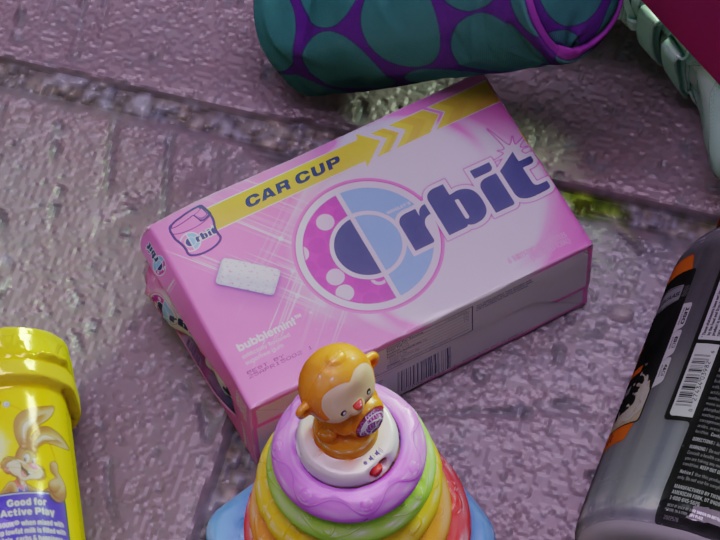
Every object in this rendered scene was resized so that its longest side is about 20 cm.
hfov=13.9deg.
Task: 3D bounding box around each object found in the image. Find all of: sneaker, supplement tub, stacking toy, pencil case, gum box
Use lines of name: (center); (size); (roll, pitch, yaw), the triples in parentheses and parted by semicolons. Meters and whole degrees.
sneaker: (0.142, -0.122, 1.518); (0.118, 0.074, 0.201); (-10, 62, 2)
supplement tub: (0.186, 0.064, 1.382); (0.122, 0.123, 0.200); (19, 63, 12)
stacking toy: (-0.005, 0.087, 1.332); (0.116, 0.200, 0.110); (-35, 65, -17)
pencil case: (0.035, -0.139, 1.465); (0.200, 0.085, 0.093); (-2, 82, 45)
gum box: (0.000, 0.000, 1.456); (0.200, 0.066, 0.114); (-25, 64, -12)

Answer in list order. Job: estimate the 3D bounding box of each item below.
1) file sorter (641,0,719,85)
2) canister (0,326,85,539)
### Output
file sorter: (0.224, -0.147, 1.401); (0.125, 0.139, 0.200); (-39, 77, -11)
canister: (-0.197, 0.139, 1.377); (0.148, 0.087, 0.200); (-9, 62, -2)
